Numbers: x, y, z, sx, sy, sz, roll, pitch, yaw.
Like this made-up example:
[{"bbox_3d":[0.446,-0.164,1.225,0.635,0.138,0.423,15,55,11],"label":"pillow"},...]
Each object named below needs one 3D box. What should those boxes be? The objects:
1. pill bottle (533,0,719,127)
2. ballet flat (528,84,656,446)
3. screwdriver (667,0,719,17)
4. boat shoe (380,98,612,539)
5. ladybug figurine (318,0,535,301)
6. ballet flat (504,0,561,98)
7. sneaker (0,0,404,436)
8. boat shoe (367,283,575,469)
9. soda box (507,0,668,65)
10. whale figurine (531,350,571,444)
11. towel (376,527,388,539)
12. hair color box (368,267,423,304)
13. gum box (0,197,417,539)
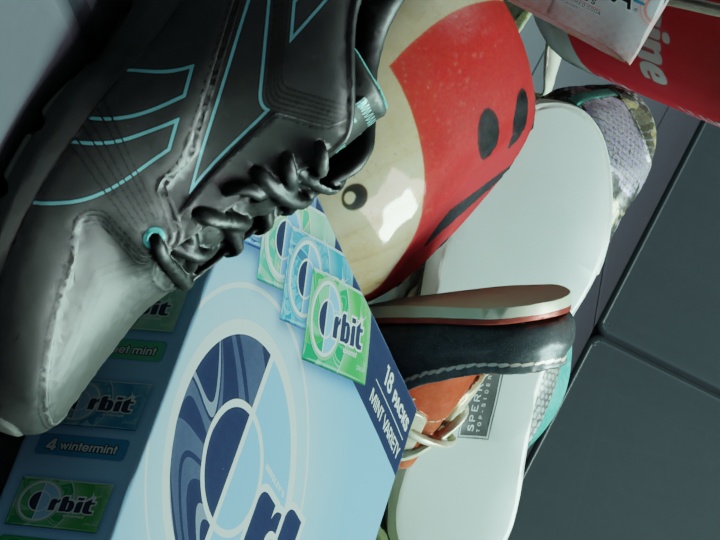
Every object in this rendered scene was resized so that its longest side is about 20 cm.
[{"bbox_3d":[0.174,-0.108,1.148,0.112,0.200,0.112,-23,125,-37],"label":"pill bottle"},{"bbox_3d":[0.061,0.008,1.220,0.200,0.072,0.072,-67,171,16],"label":"ballet flat"},{"bbox_3d":[0.110,-0.105,1.084,0.029,0.200,0.028,83,25,-67],"label":"screwdriver"},{"bbox_3d":[0.044,0.023,1.143,0.064,0.071,0.200,-143,-111,-66],"label":"boat shoe"},{"bbox_3d":[0.009,-0.044,1.014,0.136,0.072,0.200,-56,172,32],"label":"ladybug figurine"},{"bbox_3d":[0.049,-0.075,1.258,0.067,0.062,0.200,-50,165,-57],"label":"ballet flat"},{"bbox_3d":[-0.042,-0.038,0.778,0.200,0.079,0.075,-62,171,-3],"label":"sneaker"},{"bbox_3d":[0.008,0.043,1.033,0.071,0.200,0.063,-4,84,-39],"label":"boat shoe"},{"bbox_3d":[0.114,-0.160,1.055,0.200,0.064,0.068,-57,173,-51],"label":"soda box"},{"bbox_3d":[0.059,0.051,1.374,0.200,0.104,0.159,-119,-149,-76],"label":"whale figurine"},{"bbox_3d":[0.004,0.137,1.134,0.036,0.148,0.200,-46,-151,5],"label":"towel"},{"bbox_3d":[0.000,0.000,1.199,0.099,0.061,0.200,-58,170,-34],"label":"hair color box"},{"bbox_3d":[-0.048,0.078,0.877,0.170,0.044,0.200,65,36,-49],"label":"gum box"}]
